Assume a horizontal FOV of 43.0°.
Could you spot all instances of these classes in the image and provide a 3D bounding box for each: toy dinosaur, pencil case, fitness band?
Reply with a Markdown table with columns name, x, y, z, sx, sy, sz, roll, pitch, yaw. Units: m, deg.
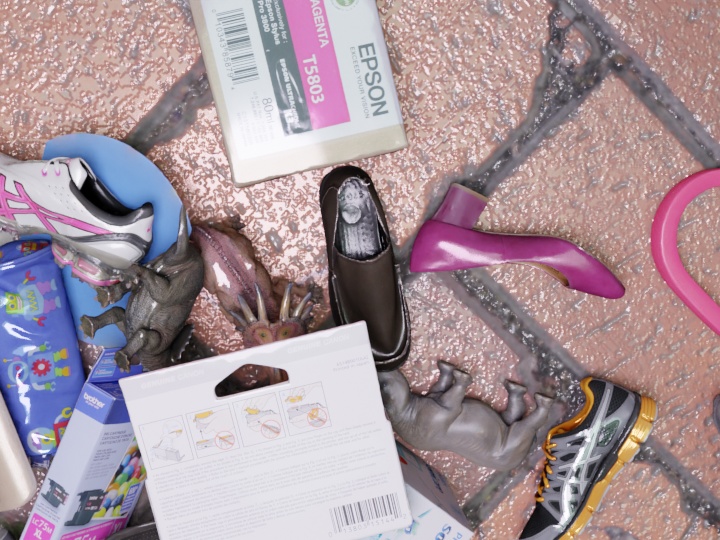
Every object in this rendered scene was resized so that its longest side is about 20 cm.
| name | x | y | z | sx | sy | sz | roll | pitch | yaw |
| --- | --- | --- | --- | --- | --- | --- | --- | --- | --- |
| toy dinosaur | -0.106 | 0.012 | 0.815 | 0.086 | 0.136 | 0.200 | -44 | 93 | 3 |
| toy dinosaur | -0.171 | 0.023 | 0.773 | 0.077 | 0.102 | 0.200 | 25 | 116 | 26 |
| pencil case | -0.300 | 0.073 | 0.827 | 0.087 | 0.078 | 0.200 | -14 | 105 | -27 |
| fitness band | 0.382 | -0.012 | 0.912 | 0.200 | 0.037 | 0.144 | 44 | 94 | -7 |

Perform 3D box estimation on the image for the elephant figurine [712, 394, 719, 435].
| name | x | y | z | sx | sy | sz | roll | pitch | yaw |
| --- | --- | --- | --- | --- | --- | --- | --- | --- | --- |
| elephant figurine | 0.460 | 0.150 | 0.881 | 0.200 | 0.155 | 0.142 | -23 | 76 | 7 |

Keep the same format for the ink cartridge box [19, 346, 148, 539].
| name | x | y | z | sx | sy | sz | roll | pitch | yaw |
| --- | --- | --- | --- | --- | --- | --- | --- | --- | --- |
| ink cartridge box | -0.229 | 0.166 | 0.834 | 0.042 | 0.119 | 0.200 | 23 | 93 | 19 |

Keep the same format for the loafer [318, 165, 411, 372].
| name | x | y | z | sx | sy | sz | roll | pitch | yaw |
| --- | --- | --- | --- | --- | --- | --- | --- | --- | --- |
| loafer | 0.000 | 0.000 | 0.851 | 0.073 | 0.071 | 0.200 | -16 | 91 | -2 |

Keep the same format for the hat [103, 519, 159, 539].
| name | x | y | z | sx | sy | sz | roll | pitch | yaw |
| --- | --- | --- | --- | --- | --- | --- | --- | --- | --- |
| hat | -0.169 | 0.305 | 0.876 | 0.200 | 0.081 | 0.201 | 2 | 112 | 4 |

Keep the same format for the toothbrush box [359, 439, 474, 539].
| name | x | y | z | sx | sy | sz | roll | pitch | yaw |
| --- | --- | --- | --- | --- | --- | --- | --- | --- | --- |
| toothbrush box | -0.008 | 0.190 | 0.844 | 0.200 | 0.146 | 0.085 | 39 | 92 | -7 |

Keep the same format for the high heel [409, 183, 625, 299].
| name | x | y | z | sx | sy | sz | roll | pitch | yaw |
| --- | --- | --- | --- | --- | --- | --- | --- | --- | --- |
| high heel | 0.149 | 0.002 | 0.874 | 0.200 | 0.067 | 0.096 | 28 | 84 | 7 |

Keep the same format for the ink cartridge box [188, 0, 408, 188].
| name | x | y | z | sx | sy | sz | roll | pitch | yaw |
| --- | --- | --- | --- | --- | --- | --- | --- | --- | --- |
| ink cartridge box | -0.058 | -0.189 | 0.830 | 0.164 | 0.075 | 0.200 | -14 | 97 | -2 |

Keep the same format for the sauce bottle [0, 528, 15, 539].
| name | x | y | z | sx | sy | sz | roll | pitch | yaw |
| --- | --- | --- | --- | --- | --- | --- | --- | --- | --- |
| sauce bottle | -0.284 | 0.325 | 0.821 | 0.066 | 0.066 | 0.200 | -28 | 106 | -1 |

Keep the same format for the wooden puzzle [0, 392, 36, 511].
| name | x | y | z | sx | sy | sz | roll | pitch | yaw |
| --- | --- | --- | --- | --- | --- | --- | --- | --- | --- |
| wooden puzzle | -0.384 | 0.133 | 0.826 | 0.200 | 0.046 | 0.186 | -17 | 96 | 30 |

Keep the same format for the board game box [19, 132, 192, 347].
| name | x | y | z | sx | sy | sz | roll | pitch | yaw |
| --- | --- | --- | --- | --- | --- | --- | --- | --- | --- |
| board game box | -0.230 | -0.028 | 0.841 | 0.158 | 0.039 | 0.200 | 28 | 114 | 9 |

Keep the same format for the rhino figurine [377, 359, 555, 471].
| name | x | y | z | sx | sy | sz | roll | pitch | yaw |
| --- | --- | --- | --- | --- | --- | --- | --- | --- | --- |
| rhino figurine | 0.082 | 0.136 | 0.889 | 0.200 | 0.060 | 0.088 | 17 | 92 | -5 |

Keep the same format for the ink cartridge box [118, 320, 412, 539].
| name | x | y | z | sx | sy | sz | roll | pitch | yaw |
| --- | --- | --- | --- | --- | --- | --- | --- | --- | --- |
| ink cartridge box | -0.073 | 0.142 | 0.735 | 0.200 | 0.045 | 0.177 | -13 | 99 | -3 |

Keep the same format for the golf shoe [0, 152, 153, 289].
| name | x | y | z | sx | sy | sz | roll | pitch | yaw |
| --- | --- | --- | --- | --- | --- | --- | --- | --- | --- |
| golf shoe | -0.266 | -0.068 | 0.782 | 0.200 | 0.073 | 0.092 | 30 | 111 | -1 |

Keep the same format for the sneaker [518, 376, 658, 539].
| name | x | y | z | sx | sy | sz | roll | pitch | yaw |
| --- | --- | --- | --- | --- | --- | --- | --- | --- | --- |
| sneaker | 0.210 | 0.195 | 0.906 | 0.077 | 0.078 | 0.200 | 33 | 90 | 5 |
